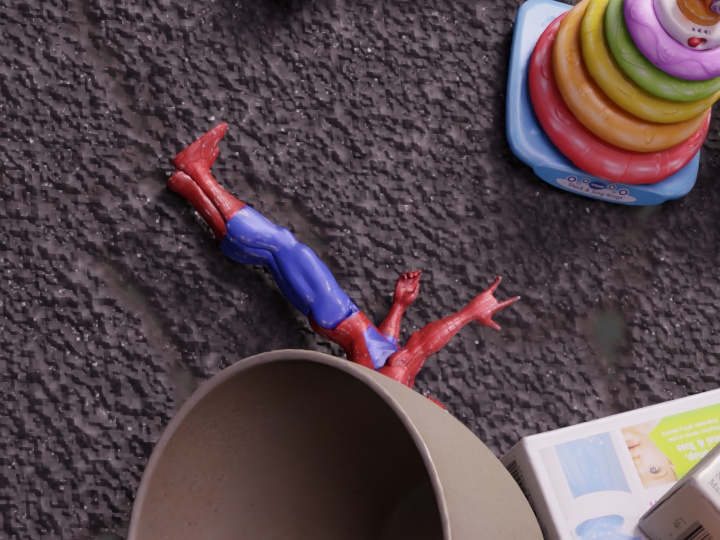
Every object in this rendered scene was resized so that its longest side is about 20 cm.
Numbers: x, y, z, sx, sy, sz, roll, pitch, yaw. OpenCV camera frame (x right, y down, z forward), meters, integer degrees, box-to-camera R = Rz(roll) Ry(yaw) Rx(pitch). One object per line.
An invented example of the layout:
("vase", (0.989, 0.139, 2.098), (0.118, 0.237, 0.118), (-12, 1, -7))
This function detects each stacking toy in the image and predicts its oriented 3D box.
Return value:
("stacking toy", (0.163, -0.124, 1.557), (0.115, 0.200, 0.110), (13, 63, -16))

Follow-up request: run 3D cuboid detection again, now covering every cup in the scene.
("cup", (0.007, 0.142, 1.400), (0.143, 0.200, 0.201), (7, 61, -50))

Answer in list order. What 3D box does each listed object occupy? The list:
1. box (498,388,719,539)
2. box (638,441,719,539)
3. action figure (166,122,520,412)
("box", (0.166, 0.130, 1.501), (0.199, 0.101, 0.113), (-13, 72, -26))
("box", (0.234, 0.084, 1.448), (0.082, 0.068, 0.200), (46, 60, 5))
("action figure", (0.000, 0.000, 1.510), (0.099, 0.065, 0.200), (-36, 83, -13))
